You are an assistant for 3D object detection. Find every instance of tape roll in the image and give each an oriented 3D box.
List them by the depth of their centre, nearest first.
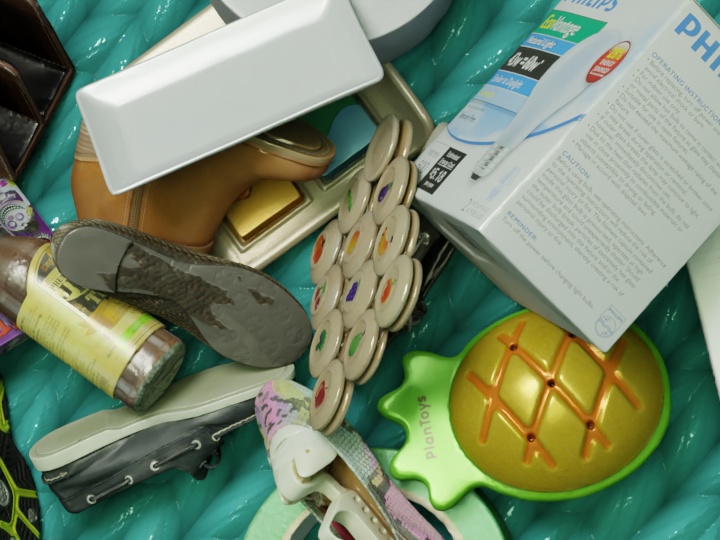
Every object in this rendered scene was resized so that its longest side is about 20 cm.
[{"bbox_3d":[0.012,0.225,1.616,0.200,0.048,0.201,-1,83,12],"label":"tape roll"},{"bbox_3d":[-0.021,-0.245,1.650,0.199,0.066,0.201,0,77,2],"label":"tape roll"}]

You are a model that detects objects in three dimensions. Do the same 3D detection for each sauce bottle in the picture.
[{"bbox_3d":[-0.218,0.020,1.634,0.200,0.065,0.065,35,91,9],"label":"sauce bottle"}]

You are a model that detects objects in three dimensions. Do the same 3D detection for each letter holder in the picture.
[{"bbox_3d":[-0.328,-0.168,1.673,0.199,0.142,0.101,22,73,13],"label":"letter holder"}]

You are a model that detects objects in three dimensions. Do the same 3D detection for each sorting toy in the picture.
[{"bbox_3d":[-0.073,-0.113,1.679,0.200,0.036,0.185,-37,78,5],"label":"sorting toy"}]

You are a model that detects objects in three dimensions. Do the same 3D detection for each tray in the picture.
[{"bbox_3d":[-0.088,-0.120,1.566,0.199,0.022,0.108,-23,49,-1],"label":"tray"}]

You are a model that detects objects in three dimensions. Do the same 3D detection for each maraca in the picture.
[{"bbox_3d":[0.112,0.094,1.577,0.199,0.107,0.138,-13,68,5],"label":"maraca"}]

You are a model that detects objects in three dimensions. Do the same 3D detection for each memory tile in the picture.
[{"bbox_3d":[0.000,0.000,1.565,0.017,0.200,0.153,20,127,-17],"label":"memory tile"}]

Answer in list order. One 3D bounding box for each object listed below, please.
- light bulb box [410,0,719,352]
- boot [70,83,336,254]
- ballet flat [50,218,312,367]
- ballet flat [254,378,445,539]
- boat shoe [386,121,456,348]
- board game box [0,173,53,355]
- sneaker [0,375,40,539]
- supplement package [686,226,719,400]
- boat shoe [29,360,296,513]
[{"bbox_3d":[0.154,-0.075,1.523,0.125,0.198,0.200,43,86,-19],"label":"light bulb box"},{"bbox_3d":[-0.113,-0.042,1.633,0.199,0.074,0.155,13,108,24],"label":"boot"},{"bbox_3d":[-0.125,0.012,1.612,0.199,0.046,0.068,21,97,-21],"label":"ballet flat"},{"bbox_3d":[-0.012,0.157,1.564,0.200,0.071,0.069,48,128,12],"label":"ballet flat"},{"bbox_3d":[0.041,-0.008,1.628,0.057,0.067,0.201,24,85,18],"label":"boat shoe"},{"bbox_3d":[-0.306,0.020,1.663,0.200,0.032,0.120,-33,80,-28],"label":"board game box"},{"bbox_3d":[-0.290,0.145,1.681,0.076,0.075,0.201,-21,69,16],"label":"sneaker"},{"bbox_3d":[0.292,0.059,1.546,0.113,0.110,0.201,-15,81,10],"label":"supplement package"},{"bbox_3d":[-0.133,0.123,1.650,0.199,0.075,0.066,-21,107,-2],"label":"boat shoe"}]
